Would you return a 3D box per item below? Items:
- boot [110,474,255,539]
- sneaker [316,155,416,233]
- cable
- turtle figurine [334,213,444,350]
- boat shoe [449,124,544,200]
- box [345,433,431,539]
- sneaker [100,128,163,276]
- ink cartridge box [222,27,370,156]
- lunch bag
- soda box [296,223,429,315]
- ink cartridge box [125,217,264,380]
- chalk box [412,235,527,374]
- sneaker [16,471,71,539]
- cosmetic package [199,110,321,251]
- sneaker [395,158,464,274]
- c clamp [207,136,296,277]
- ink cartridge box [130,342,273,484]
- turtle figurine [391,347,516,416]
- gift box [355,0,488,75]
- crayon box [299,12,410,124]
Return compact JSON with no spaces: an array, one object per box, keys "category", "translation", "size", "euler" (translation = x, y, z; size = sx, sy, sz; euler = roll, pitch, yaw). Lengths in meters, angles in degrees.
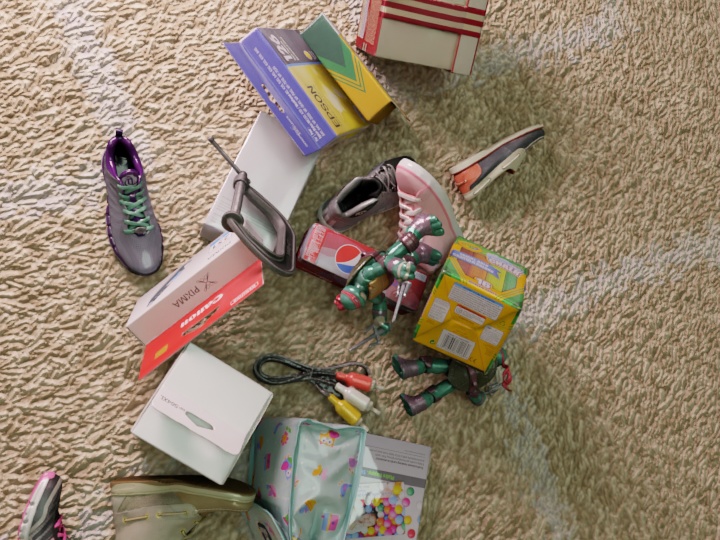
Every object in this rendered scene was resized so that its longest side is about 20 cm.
[{"category":"boot","translation":[-0.231,0.348,0.873],"size":[0.199,0.072,0.156],"euler":[-2,80,11]},{"category":"sneaker","translation":[0.030,-0.128,1.056],"size":[0.200,0.115,0.075],"euler":[-37,92,-21]},{"category":"cable","translation":[-0.056,0.158,1.006],"size":[0.199,0.050,0.097],"euler":[28,69,-12]},{"category":"turtle figurine","translation":[0.038,0.012,0.947],"size":[0.101,0.150,0.200],"euler":[40,62,9]},{"category":"boat shoe","translation":[0.243,-0.191,1.164],"size":[0.200,0.071,0.063],"euler":[-31,96,-19]},{"category":"box","translation":[0.012,0.345,0.997],"size":[0.155,0.041,0.201],"euler":[16,76,-15]},{"category":"sneaker","translation":[-0.325,-0.093,0.946],"size":[0.074,0.088,0.201],"euler":[-15,84,-20]},{"category":"ink cartridge box","translation":[-0.088,-0.278,1.024],"size":[0.198,0.047,0.200],"euler":[53,25,-3]},{"category":"lunch bag","translation":[-0.084,0.301,0.903],"size":[0.121,0.170,0.201],"euler":[15,75,-25]},{"category":"soda box","translation":[0.000,0.000,1.045],"size":[0.199,0.070,0.064],"euler":[25,75,-13]},{"category":"ink cartridge box","translation":[-0.214,0.029,0.876],"size":[0.200,0.176,0.045],"euler":[-37,111,5]},{"category":"chalk box","translation":[0.172,0.038,1.029],"size":[0.124,0.124,0.200],"euler":[24,27,5]},{"category":"sneaker","translation":[-0.382,0.355,0.848],"size":[0.087,0.074,0.201],"euler":[6,82,-17]},{"category":"cosmetic package","translation":[-0.148,-0.122,1.016],"size":[0.113,0.081,0.201],"euler":[28,71,-11]},{"category":"sneaker","translation":[0.089,-0.072,1.053],"size":[0.105,0.075,0.200],"euler":[-45,131,-13]},{"category":"c clamp","translation":[-0.146,-0.075,0.890],"size":[0.027,0.200,0.171],"euler":[-38,121,14]},{"category":"ink cartridge box","translation":[-0.205,0.182,0.871],"size":[0.128,0.200,0.126],"euler":[33,71,-10]},{"category":"turtle figurine","translation":[0.155,0.150,1.057],"size":[0.199,0.101,0.150],"euler":[-16,85,-15]},{"category":"gift box","translation":[0.106,-0.427,1.093],"size":[0.186,0.200,0.185],"euler":[6,117,-14]},{"category":"crayon box","translation":[-0.005,-0.302,1.071],"size":[0.052,0.126,0.200],"euler":[-39,93,12]}]
